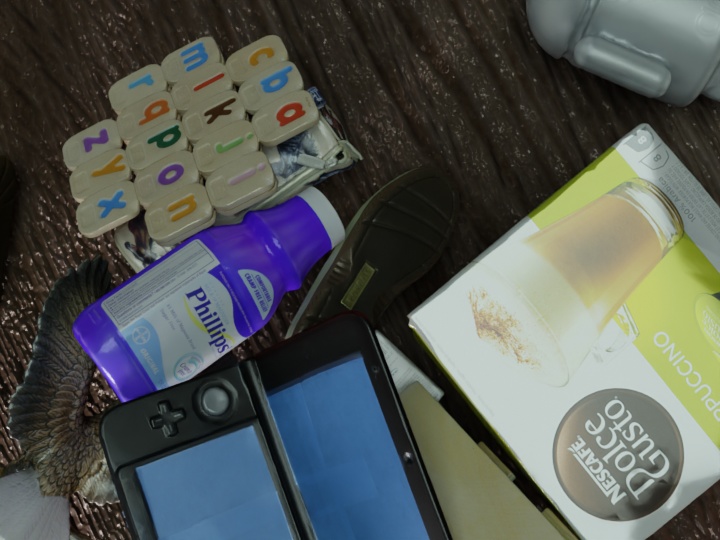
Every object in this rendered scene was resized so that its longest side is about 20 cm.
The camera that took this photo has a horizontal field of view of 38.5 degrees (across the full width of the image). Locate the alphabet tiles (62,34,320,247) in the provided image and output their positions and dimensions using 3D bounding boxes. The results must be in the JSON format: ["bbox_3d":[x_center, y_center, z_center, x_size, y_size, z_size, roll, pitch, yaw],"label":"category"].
[{"bbox_3d":[-0.131,-0.102,0.781,0.195,0.015,0.201,-28,47,1],"label":"alphabet tiles"}]

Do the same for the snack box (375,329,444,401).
[{"bbox_3d":[-0.028,0.143,0.783,0.072,0.024,0.200,42,90,2],"label":"snack box"}]

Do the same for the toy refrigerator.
[{"bbox_3d":[0.083,0.165,0.691,0.070,0.076,0.200,-40,41,-4],"label":"toy refrigerator"}]

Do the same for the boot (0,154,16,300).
[{"bbox_3d":[-0.368,-0.006,0.821,0.153,0.072,0.202,11,90,6],"label":"boot"}]

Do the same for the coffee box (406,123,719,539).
[{"bbox_3d":[0.167,0.052,0.722,0.197,0.200,0.200,-39,85,1],"label":"coffee box"}]

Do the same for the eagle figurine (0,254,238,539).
[{"bbox_3d":[-0.206,0.110,0.780,0.200,0.152,0.151,-49,65,5],"label":"eagle figurine"}]

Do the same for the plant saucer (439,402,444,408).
[{"bbox_3d":[-0.013,0.168,0.810,0.198,0.034,0.202,0,88,3],"label":"plant saucer"}]

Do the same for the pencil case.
[{"bbox_3d":[-0.096,-0.058,0.798,0.200,0.089,0.078,-39,122,0],"label":"pencil case"}]

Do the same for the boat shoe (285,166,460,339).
[{"bbox_3d":[0.000,0.000,0.799,0.072,0.076,0.200,45,67,-9],"label":"boat shoe"}]

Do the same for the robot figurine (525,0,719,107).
[{"bbox_3d":[0.211,-0.198,0.777,0.199,0.113,0.170,22,50,4],"label":"robot figurine"}]

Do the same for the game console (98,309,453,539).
[{"bbox_3d":[-0.055,0.151,0.653,0.171,0.119,0.201,-18,81,-21],"label":"game console"}]

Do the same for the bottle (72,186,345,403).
[{"bbox_3d":[-0.102,0.014,0.734,0.199,0.084,0.065,-35,41,-15],"label":"bottle"}]
